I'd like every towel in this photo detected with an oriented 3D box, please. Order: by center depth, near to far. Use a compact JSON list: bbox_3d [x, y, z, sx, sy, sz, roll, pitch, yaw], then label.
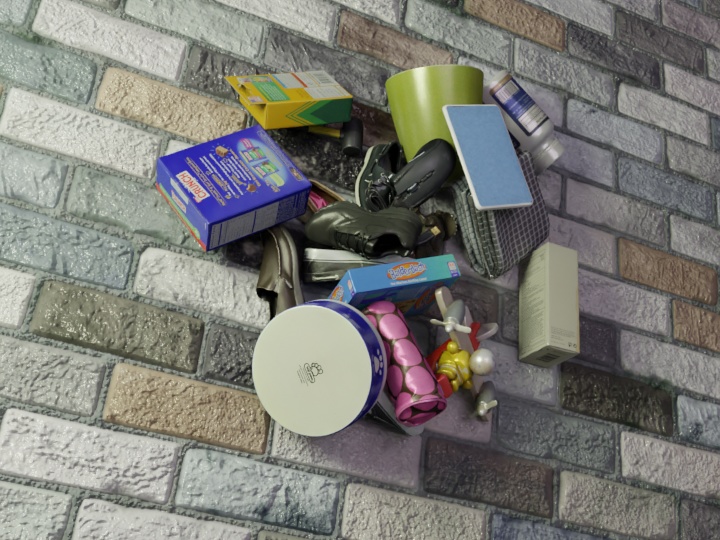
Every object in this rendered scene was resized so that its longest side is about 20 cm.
[{"bbox_3d":[0.263,-0.109,1.633,0.165,0.085,0.202,-35,121,-29],"label":"towel"}]

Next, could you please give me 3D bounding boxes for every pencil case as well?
[{"bbox_3d":[0.058,0.151,1.412,0.091,0.093,0.201,35,22,-52],"label":"pencil case"}]

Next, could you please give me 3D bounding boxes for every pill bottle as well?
[{"bbox_3d":[0.310,-0.286,1.759,0.200,0.111,0.111,48,59,1],"label":"pill bottle"}]

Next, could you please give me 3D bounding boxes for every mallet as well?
[{"bbox_3d":[-0.086,-0.268,1.623,0.197,0.041,0.067,17,64,-13],"label":"mallet"}]

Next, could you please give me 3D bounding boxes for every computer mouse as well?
[{"bbox_3d":[0.114,-0.130,1.538,0.199,0.046,0.141,-38,104,-20],"label":"computer mouse"}]

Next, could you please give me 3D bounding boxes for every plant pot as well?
[{"bbox_3d":[0.145,-0.255,1.652,0.184,0.187,0.203,-3,87,-25],"label":"plant pot"}]

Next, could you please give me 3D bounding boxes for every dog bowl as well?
[{"bbox_3d":[-0.063,0.148,1.364,0.202,0.199,0.079,57,16,7],"label":"dog bowl"}]

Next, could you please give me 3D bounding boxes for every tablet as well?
[{"bbox_3d":[0.222,-0.200,1.553,0.129,0.014,0.203,-7,71,-32],"label":"tablet"}]

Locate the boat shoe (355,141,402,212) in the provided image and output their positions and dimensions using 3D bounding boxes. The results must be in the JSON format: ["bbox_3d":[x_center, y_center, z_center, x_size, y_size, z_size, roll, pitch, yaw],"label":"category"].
[{"bbox_3d":[0.042,-0.159,1.582,0.075,0.065,0.201,51,34,-28],"label":"boat shoe"}]

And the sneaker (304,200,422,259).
[{"bbox_3d":[0.001,-0.061,1.468,0.197,0.077,0.091,0,38,12],"label":"sneaker"}]

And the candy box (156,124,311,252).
[{"bbox_3d":[-0.209,-0.138,1.459,0.198,0.078,0.169,-23,57,-31],"label":"candy box"}]

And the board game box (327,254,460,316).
[{"bbox_3d":[0.048,0.037,1.484,0.197,0.152,0.046,-8,66,-27],"label":"board game box"}]

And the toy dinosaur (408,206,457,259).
[{"bbox_3d":[0.111,-0.051,1.591,0.102,0.077,0.201,36,62,-13],"label":"toy dinosaur"}]

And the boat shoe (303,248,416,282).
[{"bbox_3d":[0.000,0.000,1.520,0.197,0.071,0.065,3,88,-4],"label":"boat shoe"}]

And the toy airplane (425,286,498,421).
[{"bbox_3d":[0.178,0.146,1.500,0.198,0.140,0.202,21,77,-40],"label":"toy airplane"}]

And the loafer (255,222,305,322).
[{"bbox_3d":[-0.137,0.015,1.457,0.070,0.073,0.203,-6,71,-25],"label":"loafer"}]

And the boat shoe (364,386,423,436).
[{"bbox_3d":[0.015,0.207,1.452,0.200,0.068,0.072,42,22,-7],"label":"boat shoe"}]

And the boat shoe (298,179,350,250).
[{"bbox_3d":[-0.034,-0.087,1.547,0.199,0.069,0.074,32,58,-11],"label":"boat shoe"}]

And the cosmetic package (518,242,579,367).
[{"bbox_3d":[0.344,0.064,1.634,0.072,0.103,0.203,15,65,-18],"label":"cosmetic package"}]

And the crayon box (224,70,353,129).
[{"bbox_3d":[-0.129,-0.302,1.572,0.197,0.052,0.126,-9,37,-27],"label":"crayon box"}]
